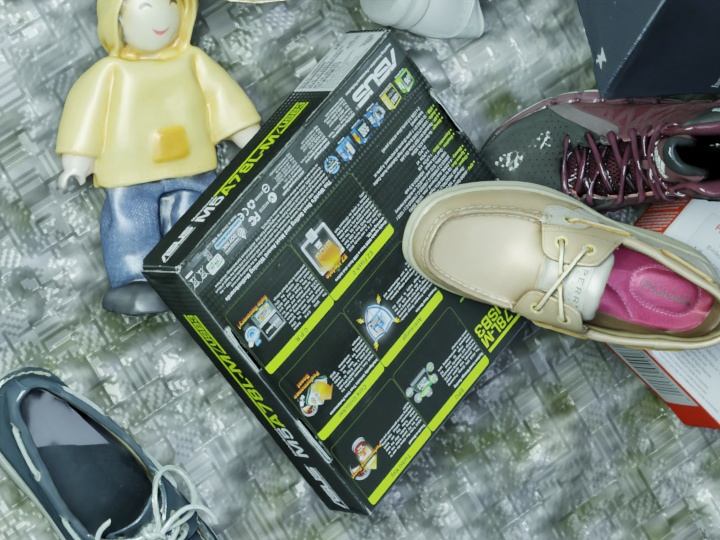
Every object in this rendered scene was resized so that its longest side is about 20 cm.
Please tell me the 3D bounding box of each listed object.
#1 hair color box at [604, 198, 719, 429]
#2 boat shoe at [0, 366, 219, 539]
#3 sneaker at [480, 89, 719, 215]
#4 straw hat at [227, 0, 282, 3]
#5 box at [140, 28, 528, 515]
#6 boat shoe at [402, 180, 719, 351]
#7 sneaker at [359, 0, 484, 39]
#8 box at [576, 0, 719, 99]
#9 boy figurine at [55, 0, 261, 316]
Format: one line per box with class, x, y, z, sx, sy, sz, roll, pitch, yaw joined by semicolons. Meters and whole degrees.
hair color box;0.231;-0.015;1.725;0.111;0.064;0.200;44;78;-14
boat shoe;-0.130;0.132;1.592;0.075;0.062;0.200;-41;104;-17
sneaker;0.156;-0.068;1.630;0.200;0.116;0.076;-8;94;13
straw hat;-0.041;-0.209;1.602;0.201;0.085;0.201;-2;61;4
box;0.000;0.000;1.612;0.200;0.047;0.193;-50;120;-24
boat shoe;0.123;0.000;1.608;0.200;0.069;0.074;11;105;-21
sneaker;0.061;-0.232;1.663;0.088;0.075;0.200;13;92;-33
box;0.221;-0.213;1.650;0.200;0.117;0.197;-4;63;-20
boy figurine;-0.108;-0.078;1.597;0.124;0.064;0.201;-3;96;-19
